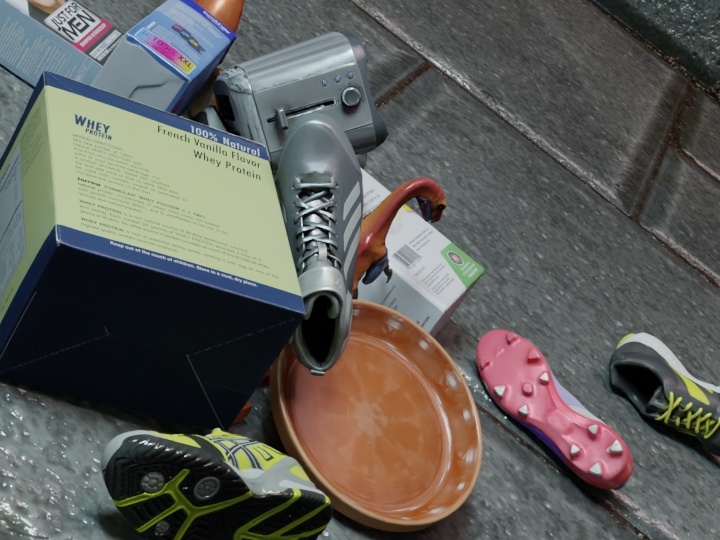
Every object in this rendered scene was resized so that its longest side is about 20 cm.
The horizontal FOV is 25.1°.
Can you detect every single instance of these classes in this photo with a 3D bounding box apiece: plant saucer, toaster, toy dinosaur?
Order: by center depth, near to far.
[{"bbox_3d":[0.011,0.119,1.321,0.199,0.032,0.202,20,50,-26],"label":"plant saucer"},{"bbox_3d":[0.000,0.000,1.393,0.105,0.181,0.201,36,29,-26],"label":"toy dinosaur"},{"bbox_3d":[-0.060,-0.152,1.494,0.200,0.128,0.115,-147,-139,-76],"label":"toaster"}]

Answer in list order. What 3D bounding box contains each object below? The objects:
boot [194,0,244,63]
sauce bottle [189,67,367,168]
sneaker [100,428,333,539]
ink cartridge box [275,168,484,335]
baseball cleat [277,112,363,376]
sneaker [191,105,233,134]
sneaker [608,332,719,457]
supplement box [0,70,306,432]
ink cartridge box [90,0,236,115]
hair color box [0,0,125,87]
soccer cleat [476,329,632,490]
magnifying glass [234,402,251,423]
[{"bbox_3d":[-0.163,-0.270,1.689,0.075,0.108,0.200,27,-8,-22],"label":"boot"},{"bbox_3d":[-0.082,-0.147,1.701,0.199,0.066,0.066,24,27,-28],"label":"sauce bottle"},{"bbox_3d":[-0.109,0.149,1.138,0.199,0.076,0.076,27,16,-45],"label":"sneaker"},{"bbox_3d":[0.005,-0.015,1.554,0.199,0.084,0.145,39,24,6],"label":"ink cartridge box"},{"bbox_3d":[-0.027,-0.020,1.244,0.069,0.203,0.106,-4,6,-3],"label":"baseball cleat"},{"bbox_3d":[-0.160,-0.101,1.500,0.200,0.087,0.077,-136,-150,-72],"label":"sneaker"},{"bbox_3d":[0.348,0.151,1.757,0.199,0.075,0.084,35,28,19],"label":"sneaker"},{"bbox_3d":[-0.170,-0.014,1.218,0.198,0.135,0.201,17,35,-28],"label":"supplement box"},{"bbox_3d":[-0.194,-0.175,1.507,0.076,0.137,0.200,37,24,-7],"label":"ink cartridge box"},{"bbox_3d":[-0.324,-0.240,1.543,0.199,0.061,0.099,34,24,-6],"label":"hair color box"},{"bbox_3d":[0.186,0.138,1.573,0.200,0.067,0.077,44,-7,28],"label":"soccer cleat"},{"bbox_3d":[-0.163,0.048,1.298,0.200,0.022,0.079,42,25,16],"label":"magnifying glass"}]
